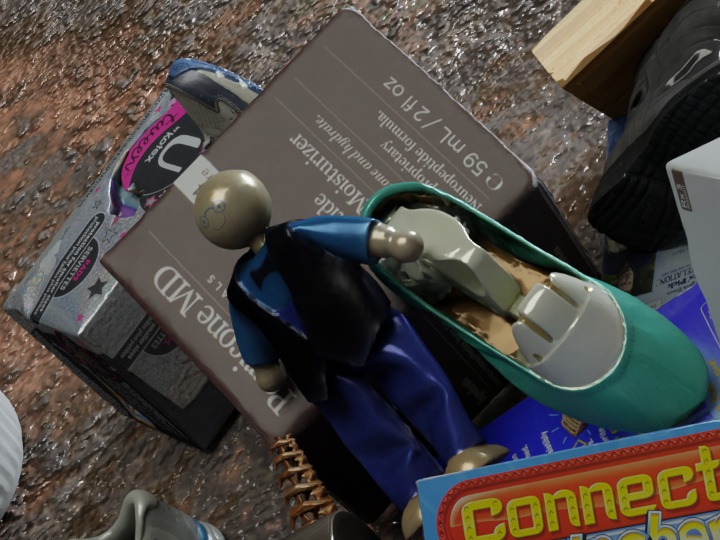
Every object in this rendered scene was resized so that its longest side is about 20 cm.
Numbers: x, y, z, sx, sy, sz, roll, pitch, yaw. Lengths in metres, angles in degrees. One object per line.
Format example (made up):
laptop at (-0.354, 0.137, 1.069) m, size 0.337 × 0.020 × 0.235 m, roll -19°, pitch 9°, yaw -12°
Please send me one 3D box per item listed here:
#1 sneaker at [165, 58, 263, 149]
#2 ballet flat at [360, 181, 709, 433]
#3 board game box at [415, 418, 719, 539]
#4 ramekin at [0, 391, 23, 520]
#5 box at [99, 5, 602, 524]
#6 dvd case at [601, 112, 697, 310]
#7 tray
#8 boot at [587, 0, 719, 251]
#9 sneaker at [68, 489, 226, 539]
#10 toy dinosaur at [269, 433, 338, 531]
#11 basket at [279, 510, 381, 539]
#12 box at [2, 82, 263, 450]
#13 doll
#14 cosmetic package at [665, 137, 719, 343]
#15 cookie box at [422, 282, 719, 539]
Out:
sneaker at (-0.055, -0.046, 1.356) m, size 0.085 × 0.200 × 0.077 m, roll -50°, pitch 27°, yaw -9°
ballet flat at (0.075, 0.017, 1.074) m, size 0.199 × 0.070 × 0.068 m, roll 30°, pitch 87°, yaw 27°
board game box at (0.133, 0.171, 0.956) m, size 0.199 × 0.056 × 0.198 m, roll -15°, pitch 78°, yaw 29°
ramekin at (-0.325, 0.136, 1.532) m, size 0.199 × 0.105 × 0.201 m, roll -28°, pitch 38°, yaw 24°
box at (0.000, 0.000, 1.240) m, size 0.200 × 0.164 × 0.166 m, roll -45°, pitch 63°, yaw -2°
dvd case at (0.200, -0.037, 1.246) m, size 0.142 × 0.018 × 0.201 m, roll -22°, pitch 40°, yaw 29°
tray at (0.199, -0.174, 1.294) m, size 0.200 × 0.098 × 0.037 m, roll -44°, pitch 65°, yaw 14°
boot at (0.192, -0.108, 1.202) m, size 0.200 × 0.069 × 0.132 m, roll -37°, pitch 28°, yaw 53°
sneaker at (-0.176, 0.208, 1.321) m, size 0.200 × 0.087 × 0.075 m, roll -48°, pitch 36°, yaw -3°
toy dinosaur at (-0.018, 0.191, 1.125) m, size 0.135 × 0.102 × 0.202 m, roll -11°, pitch 67°, yaw 39°
basket at (-0.064, 0.209, 1.021) m, size 0.199 × 0.137 × 0.180 m, roll -32°, pitch 9°, yaw 12°
box at (-0.110, -0.010, 1.436) m, size 0.114 × 0.132 × 0.201 m, roll 14°, pitch 64°, yaw 53°
doll at (-0.010, 0.029, 1.089) m, size 0.048 × 0.200 × 0.137 m, roll -25°, pitch -19°, yaw -50°
cosmetic package at (0.253, -0.035, 1.034) m, size 0.199 × 0.114 × 0.081 m, roll -28°, pitch 18°, yaw -17°
cookie box at (0.136, 0.122, 1.095) m, size 0.199 × 0.075 × 0.172 m, roll -34°, pitch 37°, yaw 13°
